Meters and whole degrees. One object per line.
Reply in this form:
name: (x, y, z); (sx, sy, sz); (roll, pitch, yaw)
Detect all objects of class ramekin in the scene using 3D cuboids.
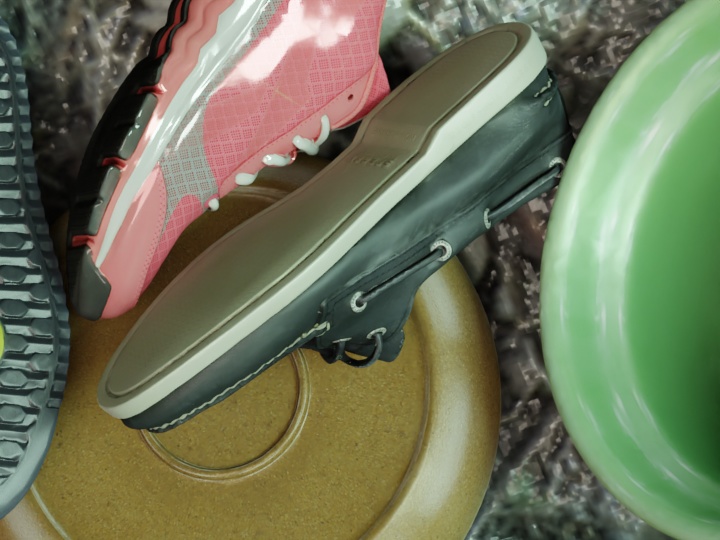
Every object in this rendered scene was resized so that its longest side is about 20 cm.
ramekin: (0.165, 0.002, 0.881); (0.097, 0.200, 0.200); (18, 116, -43)

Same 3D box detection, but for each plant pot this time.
plant pot: (-0.049, 0.046, 0.959); (0.199, 0.027, 0.201); (-2, 73, 7)

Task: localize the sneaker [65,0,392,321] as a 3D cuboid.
sneaker: (-0.034, -0.063, 0.938); (0.087, 0.074, 0.201); (29, 90, -13)

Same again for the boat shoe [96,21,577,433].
boat shoe: (-0.001, -0.001, 0.920); (0.199, 0.074, 0.066); (-44, 115, -17)

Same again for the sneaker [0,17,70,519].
sneaker: (-0.151, 0.000, 0.960); (0.066, 0.078, 0.201); (1, 71, -27)
